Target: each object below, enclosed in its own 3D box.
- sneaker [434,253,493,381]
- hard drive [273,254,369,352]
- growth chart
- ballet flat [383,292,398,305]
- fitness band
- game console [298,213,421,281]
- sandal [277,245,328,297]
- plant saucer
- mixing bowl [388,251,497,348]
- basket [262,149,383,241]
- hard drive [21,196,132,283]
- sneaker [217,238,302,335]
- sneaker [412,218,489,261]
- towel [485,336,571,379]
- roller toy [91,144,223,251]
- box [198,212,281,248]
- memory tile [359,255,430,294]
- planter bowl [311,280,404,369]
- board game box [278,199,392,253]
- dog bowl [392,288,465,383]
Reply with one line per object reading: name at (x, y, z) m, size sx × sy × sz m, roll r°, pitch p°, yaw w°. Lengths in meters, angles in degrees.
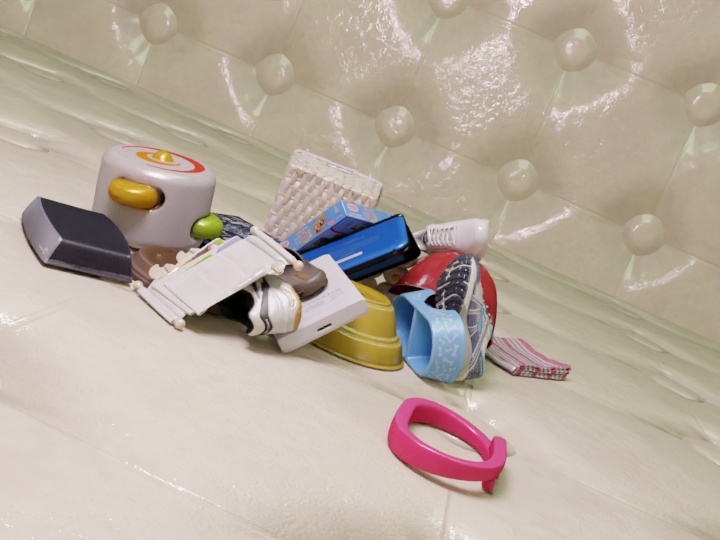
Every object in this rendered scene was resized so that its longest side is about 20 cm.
sneaker at (0.168, 0.076, 1.459) m, size 0.086 × 0.202 × 0.077 m, roll 11°, pitch -8°, yaw -36°
hard drive at (-0.076, 0.043, 1.326) m, size 0.027 × 0.131 × 0.200 m, roll 67°, pitch -8°, yaw -24°
growth chart at (-0.192, 0.003, 1.217) m, size 0.199 × 0.018 × 0.145 m, roll -28°, pitch 41°, yaw -17°
ballet flat at (0.107, 0.106, 1.554) m, size 0.199 × 0.072 × 0.072 m, roll 25°, pitch 11°, yaw 18°
fitness band at (0.105, 0.205, 1.112) m, size 0.143 × 0.038 × 0.200 m, roll 24°, pitch 10°, yaw 7°
game console at (0.000, 0.000, 1.517) m, size 0.171 × 0.199 × 0.119 m, roll -95°, pitch 161°, yaw -63°
sandal at (-0.122, -0.004, 1.364) m, size 0.081 × 0.055 × 0.199 m, roll -34°, pitch 26°, yaw -23°
plant saucer at (-0.244, 0.011, 1.341) m, size 0.199 × 0.030 × 0.200 m, roll 22°, pitch 10°, yaw -4°
mixing bowl at (0.160, 0.039, 1.596) m, size 0.199 × 0.109 × 0.200 m, roll 27°, pitch -21°, yaw 11°
basket at (-0.076, -0.103, 1.778) m, size 0.197 × 0.201 × 0.161 m, roll 22°, pitch 13°, yaw -5°
hard drive at (-0.390, -0.047, 1.278) m, size 0.134 × 0.043 × 0.200 m, roll 16°, pitch 13°, yaw -32°
sneaker at (-0.163, 0.019, 1.244) m, size 0.087 × 0.076 × 0.200 m, roll -13°, pitch 35°, yaw -35°
sneaker at (0.159, -0.054, 1.618) m, size 0.080 × 0.077 × 0.200 m, roll 13°, pitch -11°, yaw -20°
towel at (0.293, 0.156, 1.742) m, size 0.199 × 0.030 × 0.146 m, roll 11°, pitch 15°, yaw -46°
roller toy at (-0.326, -0.121, 1.453) m, size 0.199 × 0.141 × 0.182 m, roll 2°, pitch 21°, yaw -40°
box at (-0.232, -0.055, 1.625) m, size 0.158 × 0.046 × 0.199 m, roll 30°, pitch 13°, yaw 29°
memory tile at (0.088, 0.018, 1.705) m, size 0.198 × 0.154 × 0.017 m, roll 19°, pitch 47°, yaw -4°
planter bowl at (-0.010, 0.068, 1.403) m, size 0.199 × 0.084 × 0.200 m, roll 22°, pitch 12°, yaw -5°
board game box at (-0.057, -0.045, 1.585) m, size 0.151 × 0.199 × 0.037 m, roll 10°, pitch 53°, yaw -54°
dog bowl at (0.098, 0.099, 1.429) m, size 0.049 × 0.112 × 0.200 m, roll 4°, pitch 18°, yaw -21°
